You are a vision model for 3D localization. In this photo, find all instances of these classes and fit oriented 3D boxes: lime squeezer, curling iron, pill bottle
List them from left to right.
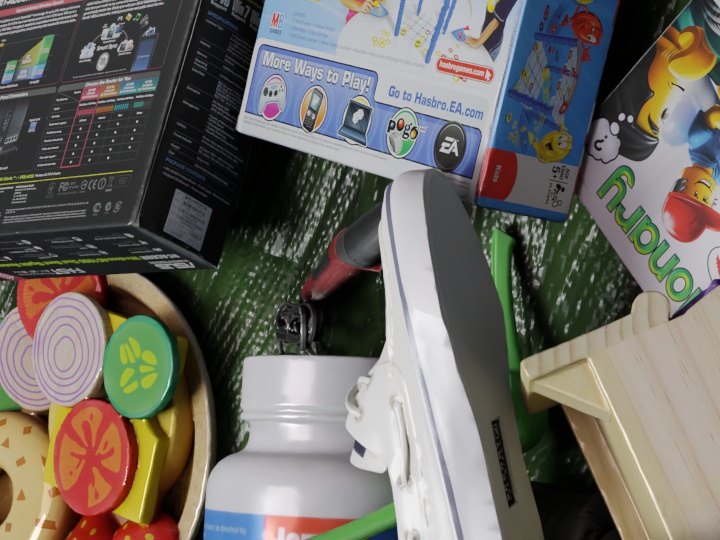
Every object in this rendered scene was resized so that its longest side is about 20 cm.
[{"bbox_3d":[-0.018,0.141,0.979,0.112,0.112,0.202,-3,84,42],"label":"pill bottle"},{"bbox_3d":[0.000,0.000,0.986,0.200,0.025,0.050,132,139,-59],"label":"curling iron"},{"bbox_3d":[0.039,0.069,0.935,0.070,0.200,0.038,40,153,-4],"label":"lime squeezer"}]

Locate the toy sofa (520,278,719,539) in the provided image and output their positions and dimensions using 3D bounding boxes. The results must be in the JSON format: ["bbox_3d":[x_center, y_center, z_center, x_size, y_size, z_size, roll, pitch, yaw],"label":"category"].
[{"bbox_3d":[0.143,0.110,0.838,0.097,0.083,0.201,-23,75,-1],"label":"toy sofa"}]

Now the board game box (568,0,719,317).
[{"bbox_3d":[0.174,-0.017,0.874,0.126,0.034,0.201,-50,55,28],"label":"board game box"}]

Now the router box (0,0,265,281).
[{"bbox_3d":[-0.137,-0.077,1.117,0.199,0.062,0.151,-2,68,46],"label":"router box"}]

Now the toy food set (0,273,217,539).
[{"bbox_3d":[-0.153,0.089,1.153,0.199,0.048,0.200,15,95,43],"label":"toy food set"}]

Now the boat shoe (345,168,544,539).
[{"bbox_3d":[0.025,0.062,0.877,0.069,0.071,0.202,-13,90,22],"label":"boat shoe"}]

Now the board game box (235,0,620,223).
[{"bbox_3d":[0.036,-0.139,0.978,0.199,0.056,0.198,21,99,53],"label":"board game box"}]

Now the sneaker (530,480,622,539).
[{"bbox_3d":[0.067,0.187,0.934,0.090,0.076,0.202,14,85,49],"label":"sneaker"}]
